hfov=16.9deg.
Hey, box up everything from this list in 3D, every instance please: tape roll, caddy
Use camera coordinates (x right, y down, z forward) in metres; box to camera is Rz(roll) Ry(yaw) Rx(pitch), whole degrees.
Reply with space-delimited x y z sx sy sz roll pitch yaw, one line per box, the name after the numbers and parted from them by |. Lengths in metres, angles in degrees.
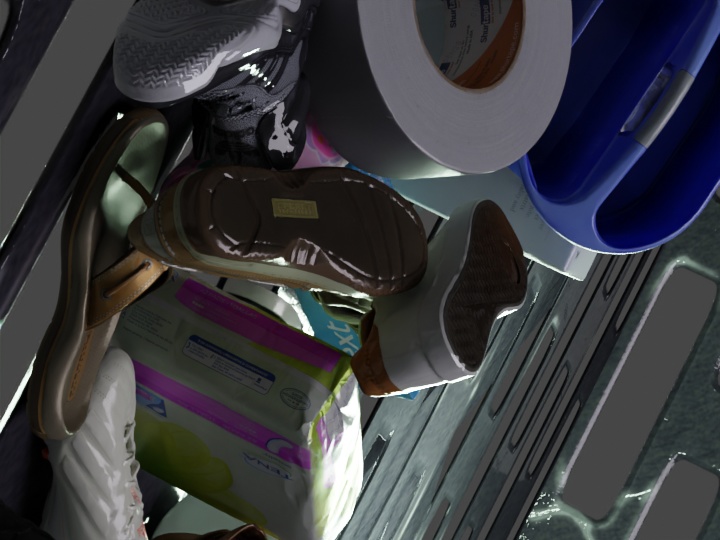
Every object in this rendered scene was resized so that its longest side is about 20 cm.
0.042 -0.156 1.444 0.200 0.066 0.201 2 87 -47 | tape roll
0.177 -0.108 1.548 0.200 0.141 0.105 -56 -162 0 | caddy

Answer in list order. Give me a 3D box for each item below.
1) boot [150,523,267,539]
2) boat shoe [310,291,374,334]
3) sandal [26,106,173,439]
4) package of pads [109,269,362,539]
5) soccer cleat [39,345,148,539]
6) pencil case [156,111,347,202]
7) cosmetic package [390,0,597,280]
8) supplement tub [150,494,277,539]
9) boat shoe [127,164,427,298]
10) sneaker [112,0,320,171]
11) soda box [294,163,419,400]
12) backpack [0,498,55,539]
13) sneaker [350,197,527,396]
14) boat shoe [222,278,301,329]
-0.144 0.246 1.545 0.154 0.074 0.201 -21 -143 45 | boot
0.000 0.000 1.501 0.069 0.075 0.200 -54 160 -4 | boat shoe
-0.133 0.006 1.336 0.080 0.054 0.201 -26 134 -69 | sandal
-0.073 0.089 1.504 0.068 0.154 0.200 -57 165 -25 | package of pads
-0.154 0.135 1.445 0.069 0.077 0.201 -42 154 -57 | soccer cleat
-0.041 -0.088 1.456 0.200 0.087 0.088 -54 163 -35 | pencil case
0.105 -0.125 1.685 0.200 0.199 0.123 -64 166 3 | cosmetic package
-0.082 0.241 1.770 0.141 0.140 0.200 -60 165 -17 | supplement tub
-0.046 -0.021 1.342 0.200 0.076 0.072 13 67 -48 | boat shoe
-0.072 -0.097 1.301 0.200 0.075 0.114 -48 143 -59 | sneaker
-0.004 -0.004 1.633 0.064 0.068 0.200 -56 142 -30 | soda box
-0.217 0.195 1.211 0.126 0.167 0.200 -27 149 -36 | backpack
0.042 0.015 1.449 0.084 0.073 0.200 -22 -167 24 | sneaker
-0.065 0.070 1.670 0.062 0.075 0.200 -62 165 -16 | boat shoe
